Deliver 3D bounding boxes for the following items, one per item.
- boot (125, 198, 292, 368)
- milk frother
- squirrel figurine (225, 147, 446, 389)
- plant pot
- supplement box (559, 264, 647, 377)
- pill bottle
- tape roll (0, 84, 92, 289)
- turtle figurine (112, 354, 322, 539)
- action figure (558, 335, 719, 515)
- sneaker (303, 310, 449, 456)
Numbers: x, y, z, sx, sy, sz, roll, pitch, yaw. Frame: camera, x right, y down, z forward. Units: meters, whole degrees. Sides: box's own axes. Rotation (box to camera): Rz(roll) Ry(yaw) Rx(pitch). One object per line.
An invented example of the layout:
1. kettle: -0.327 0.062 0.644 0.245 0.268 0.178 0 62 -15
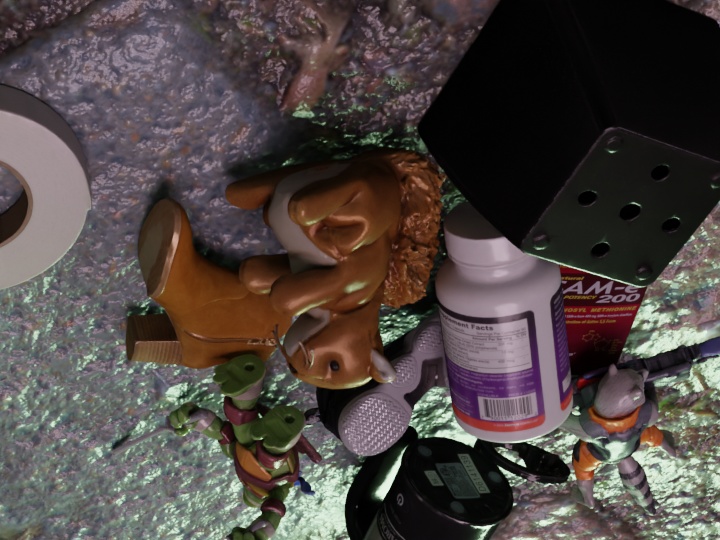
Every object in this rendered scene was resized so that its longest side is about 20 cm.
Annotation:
1. boot: -0.123 0.011 1.496 0.144 0.071 0.202 -2 138 -21
2. milk frother: 0.095 0.259 1.705 0.199 0.181 0.188 14 124 -18
3. squirrel figurine: 0.000 0.000 1.438 0.200 0.141 0.187 -21 107 -33
4. plant pot: 0.192 -0.105 1.389 0.199 0.178 0.200 16 126 -27
5. supplement box: 0.201 0.027 1.596 0.108 0.061 0.200 -1 132 -16
6. pill bottle: 0.125 0.041 1.504 0.111 0.112 0.201 -11 118 -5
7. tape roll: -0.320 -0.064 1.384 0.202 0.037 0.203 -7 133 -8
8. turtle figurine: -0.127 0.181 1.564 0.199 0.144 0.194 4 141 -9
9. action figure: 0.268 0.144 1.620 0.199 0.105 0.194 -21 145 3
10. sneaker: 0.031 0.087 1.600 0.200 0.114 0.076 -42 119 -23
